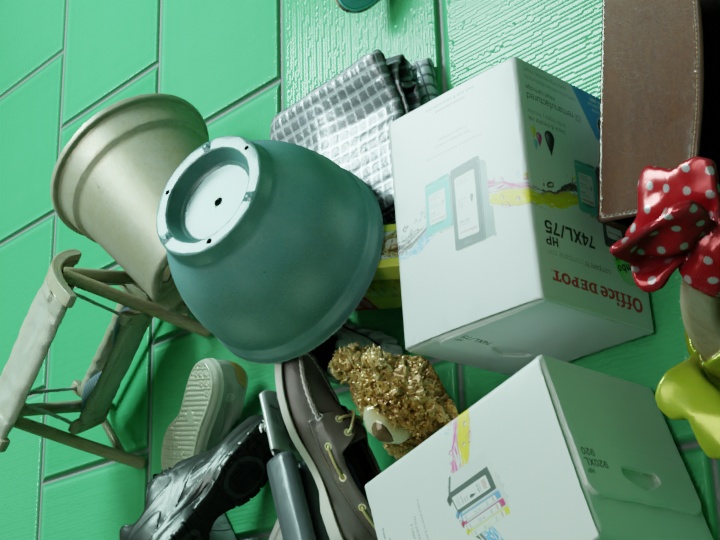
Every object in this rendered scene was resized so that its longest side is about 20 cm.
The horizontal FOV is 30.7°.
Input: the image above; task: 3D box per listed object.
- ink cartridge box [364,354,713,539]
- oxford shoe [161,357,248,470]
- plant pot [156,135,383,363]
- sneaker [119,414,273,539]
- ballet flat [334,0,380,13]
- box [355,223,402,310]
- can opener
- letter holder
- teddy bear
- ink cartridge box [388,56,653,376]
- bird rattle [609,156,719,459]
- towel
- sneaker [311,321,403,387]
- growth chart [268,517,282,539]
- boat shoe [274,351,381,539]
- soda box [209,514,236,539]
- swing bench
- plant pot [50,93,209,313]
[{"bbox_3d":[0.132,0.185,0.985,0.200,0.146,0.146,-41,50,33],"label":"ink cartridge box"},{"bbox_3d":[-0.167,0.173,1.408,0.075,0.057,0.201,55,134,36],"label":"oxford shoe"},{"bbox_3d":[-0.097,-0.037,1.171,0.199,0.134,0.202,-20,52,27],"label":"plant pot"},{"bbox_3d":[-0.165,0.216,1.314,0.090,0.076,0.200,23,59,38],"label":"sneaker"},{"bbox_3d":[0.030,-0.359,1.350,0.072,0.072,0.202,42,110,47],"label":"ballet flat"},{"bbox_3d":[0.000,0.000,1.218,0.198,0.075,0.051,-6,56,35],"label":"box"},{"bbox_3d":[-0.058,0.191,1.253,0.066,0.052,0.201,-34,47,25],"label":"can opener"},{"bbox_3d":[0.262,-0.131,0.973,0.141,0.100,0.203,-10,70,45],"label":"letter holder"},{"bbox_3d":[0.027,0.121,1.108,0.146,0.066,0.200,61,169,-10],"label":"teddy bear"},{"bbox_3d":[0.127,-0.035,1.061,0.145,0.146,0.202,-24,62,42],"label":"ink cartridge box"},{"bbox_3d":[0.266,0.015,0.894,0.161,0.113,0.202,-9,102,21],"label":"bird rattle"},{"bbox_3d":[-0.008,-0.106,1.286,0.199,0.085,0.167,-28,59,41],"label":"towel"},{"bbox_3d":[-0.046,0.071,1.278,0.199,0.080,0.076,11,88,51],"label":"sneaker"},{"bbox_3d":[-0.038,0.295,1.244,0.200,0.018,0.146,43,111,47],"label":"growth chart"},{"bbox_3d":[-0.018,0.160,1.179,0.059,0.072,0.202,-23,84,25],"label":"boat shoe"},{"bbox_3d":[-0.150,0.321,1.326,0.064,0.068,0.200,-56,43,21],"label":"soda box"},{"bbox_3d":[-0.308,0.097,1.477,0.130,0.199,0.200,46,113,46],"label":"swing bench"},{"bbox_3d":[-0.213,-0.059,1.445,0.184,0.199,0.201,50,116,32],"label":"plant pot"}]
